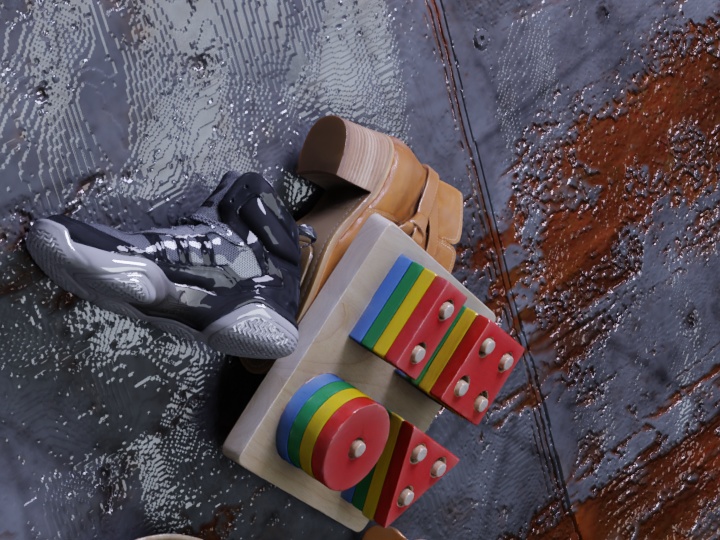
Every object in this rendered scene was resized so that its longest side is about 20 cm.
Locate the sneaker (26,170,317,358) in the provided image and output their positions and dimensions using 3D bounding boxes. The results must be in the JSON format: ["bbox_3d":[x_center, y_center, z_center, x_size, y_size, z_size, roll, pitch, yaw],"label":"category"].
[{"bbox_3d":[-0.122,-0.021,1.311,0.199,0.075,0.114,23,72,-23],"label":"sneaker"}]

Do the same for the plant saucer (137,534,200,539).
[{"bbox_3d":[-0.159,0.278,1.363,0.200,0.035,0.201,-10,106,-38],"label":"plant saucer"}]

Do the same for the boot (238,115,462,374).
[{"bbox_3d":[0.000,0.000,1.429,0.154,0.074,0.201,27,85,-46],"label":"boot"}]

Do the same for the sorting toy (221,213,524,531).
[{"bbox_3d":[0.022,0.091,1.413,0.199,0.069,0.200,-57,146,-4],"label":"sorting toy"}]

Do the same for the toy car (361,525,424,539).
[{"bbox_3d":[0.030,0.297,1.491,0.184,0.176,0.201,-1,71,-53],"label":"toy car"}]
